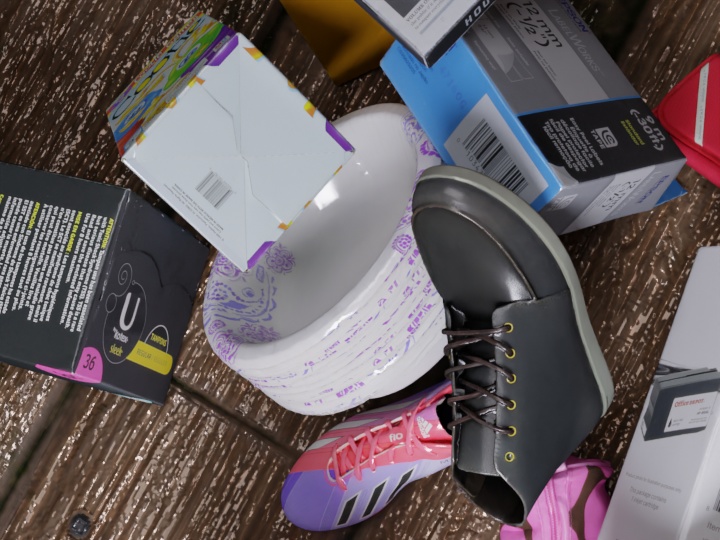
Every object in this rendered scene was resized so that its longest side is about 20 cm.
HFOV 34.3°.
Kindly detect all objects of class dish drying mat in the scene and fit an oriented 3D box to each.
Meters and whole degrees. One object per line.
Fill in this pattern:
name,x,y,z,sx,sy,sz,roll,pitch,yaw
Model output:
dish drying mat,0.264,-0.071,0.730,0.076,0.018,0.200,-39,44,-2

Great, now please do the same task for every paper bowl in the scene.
paper bowl,0.000,0.000,0.759,0.199,0.104,0.202,-33,34,26

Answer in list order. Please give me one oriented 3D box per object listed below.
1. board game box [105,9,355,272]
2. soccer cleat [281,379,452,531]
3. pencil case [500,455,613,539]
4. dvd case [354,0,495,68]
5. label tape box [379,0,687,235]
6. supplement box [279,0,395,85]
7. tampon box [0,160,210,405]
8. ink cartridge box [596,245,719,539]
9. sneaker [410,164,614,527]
board game box,-0.094,-0.094,0.775,0.103,0.200,0.105,-47,112,1
soccer cleat,0.030,0.112,0.766,0.197,0.076,0.068,-25,72,8
pencil case,0.120,0.213,0.709,0.089,0.093,0.204,-7,74,23
dvd case,0.022,-0.235,0.669,0.150,0.025,0.200,-45,73,1
label tape box,0.128,-0.103,0.730,0.144,0.198,0.066,58,136,18
supplement box,-0.014,-0.275,0.805,0.131,0.197,0.203,-23,73,8
tampon box,-0.234,0.004,0.825,0.197,0.150,0.128,13,80,18
ink cartridge box,0.241,0.103,0.675,0.143,0.084,0.203,24,83,-17
sneaker,0.073,0.045,0.639,0.074,0.201,0.107,-1,43,46
